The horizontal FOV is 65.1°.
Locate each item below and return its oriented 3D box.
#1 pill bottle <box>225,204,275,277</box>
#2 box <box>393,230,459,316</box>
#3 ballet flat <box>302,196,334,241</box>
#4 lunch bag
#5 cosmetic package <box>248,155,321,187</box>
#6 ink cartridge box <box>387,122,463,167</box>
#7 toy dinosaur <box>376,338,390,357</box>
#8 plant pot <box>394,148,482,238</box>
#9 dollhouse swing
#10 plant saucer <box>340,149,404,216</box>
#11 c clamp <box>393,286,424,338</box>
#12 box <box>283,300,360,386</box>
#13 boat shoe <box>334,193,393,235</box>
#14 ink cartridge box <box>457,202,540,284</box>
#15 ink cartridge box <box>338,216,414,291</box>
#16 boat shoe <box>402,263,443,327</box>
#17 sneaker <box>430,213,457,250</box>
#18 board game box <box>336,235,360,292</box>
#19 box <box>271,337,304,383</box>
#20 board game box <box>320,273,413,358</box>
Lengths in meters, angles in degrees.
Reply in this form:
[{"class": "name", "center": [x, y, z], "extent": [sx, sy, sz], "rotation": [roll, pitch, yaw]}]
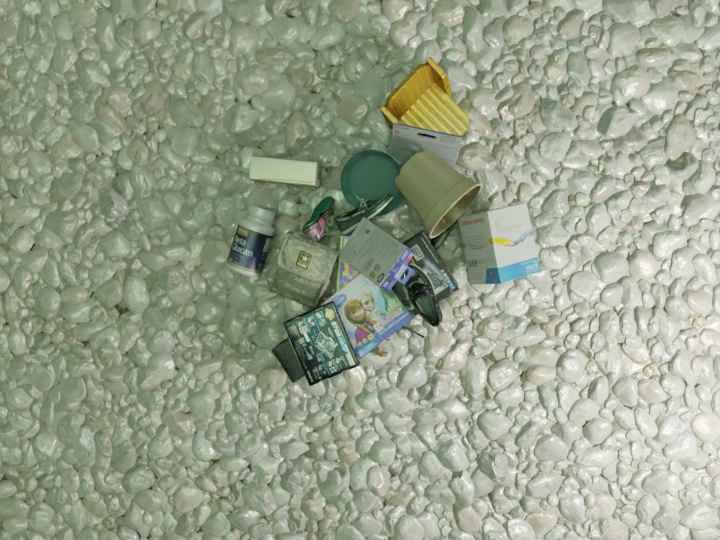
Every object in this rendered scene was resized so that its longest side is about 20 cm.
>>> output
[{"class": "pill bottle", "center": [-0.323, -0.091, 1.691], "extent": [0.110, 0.111, 0.201], "rotation": [19, 94, 3]}, {"class": "box", "center": [0.169, 0.008, 1.643], "extent": [0.157, 0.050, 0.201], "rotation": [-32, 100, 14]}, {"class": "ballet flat", "center": [-0.113, -0.144, 1.650], "extent": [0.069, 0.200, 0.071], "rotation": [-20, 115, 26]}, {"class": "lunch bag", "center": [-0.163, -0.007, 1.645], "extent": [0.163, 0.118, 0.201], "rotation": [22, 128, 2]}, {"class": "cosmetic package", "center": [-0.221, -0.293, 1.676], "extent": [0.198, 0.104, 0.074], "rotation": [5, 95, 5]}, {"class": "ink cartridge box", "center": [0.179, -0.346, 1.604], "extent": [0.198, 0.200, 0.041], "rotation": [13, 61, 3]}, {"class": "toy dinosaur", "center": [0.021, 0.182, 1.710], "extent": [0.200, 0.058, 0.101], "rotation": [41, 97, 1]}, {"class": "plant pot", "center": [0.199, -0.224, 1.549], "extent": [0.200, 0.200, 0.184], "rotation": [-45, 77, 5]}, {"class": "dollhouse swing", "center": [0.197, -0.448, 1.611], "extent": [0.200, 0.182, 0.176], "rotation": [-44, 72, 5]}, {"class": "plant saucer", "center": [0.040, -0.261, 1.668], "extent": [0.198, 0.036, 0.201], "rotation": [5, 114, 11]}, {"class": "c clamp", "center": [0.148, 0.082, 1.714], "extent": [0.170, 0.027, 0.201], "rotation": [20, 96, 8]}, {"class": "box", "center": [-0.111, 0.209, 1.620], "extent": [0.158, 0.046, 0.201], "rotation": [-23, 92, 4]}, {"class": "boat shoe", "center": [0.007, -0.176, 1.654], "extent": [0.199, 0.073, 0.062], "rotation": [-31, 97, 29]}, {"class": "ink cartridge box", "center": [0.391, -0.074, 1.601], "extent": [0.145, 0.147, 0.202], "rotation": [-14, 93, -23]}, {"class": "ink cartridge box", "center": [0.055, -0.037, 1.581], "extent": [0.200, 0.076, 0.137], "rotation": [37, 96, 28]}, {"class": "boat shoe", "center": [0.175, 0.075, 1.600], "extent": [0.074, 0.066, 0.200], "rotation": [-21, 103, 14]}, {"class": "sneaker", "center": [0.232, -0.162, 1.667], "extent": [0.114, 0.076, 0.201], "rotation": [26, 92, 4]}, {"class": "board game box", "center": [0.000, 0.000, 1.701], "extent": [0.133, 0.045, 0.202], "rotation": [4, 91, 6]}, {"class": "box", "center": [-0.147, 0.227, 1.700], "extent": [0.199, 0.106, 0.123], "rotation": [-34, 90, 6]}, {"class": "board game box", "center": [0.020, 0.118, 1.657], "extent": [0.200, 0.041, 0.200], "rotation": [-38, 88, 6]}]
